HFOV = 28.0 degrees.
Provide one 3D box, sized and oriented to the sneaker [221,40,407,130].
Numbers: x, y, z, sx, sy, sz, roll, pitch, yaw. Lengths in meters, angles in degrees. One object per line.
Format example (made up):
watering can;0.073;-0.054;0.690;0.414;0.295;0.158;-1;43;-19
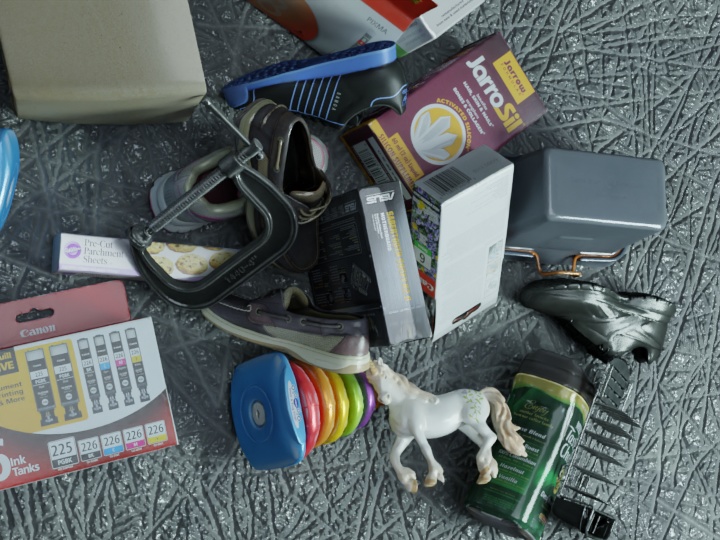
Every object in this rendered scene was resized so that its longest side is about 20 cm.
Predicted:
sneaker;-0.047;-0.183;1.517;0.199;0.070;0.078;-9;110;19

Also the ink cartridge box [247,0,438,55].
ink cartridge box;-0.027;-0.281;1.500;0.162;0.200;0.050;35;77;-15

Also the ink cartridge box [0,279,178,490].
ink cartridge box;-0.299;0.109;1.413;0.199;0.084;0.177;-13;90;-23

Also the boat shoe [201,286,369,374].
boat shoe;-0.073;0.047;1.467;0.072;0.199;0.065;-7;113;-57

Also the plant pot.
plant pot;-0.267;-0.241;1.410;0.176;0.200;0.201;-12;90;-13

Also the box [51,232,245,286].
box;-0.215;-0.009;1.484;0.199;0.039;0.042;6;83;-22

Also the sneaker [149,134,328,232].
sneaker;-0.116;-0.094;1.507;0.199;0.088;0.082;-23;94;-23

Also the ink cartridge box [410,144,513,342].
ink cartridge box;0.106;-0.028;1.577;0.109;0.050;0.201;-29;140;-30

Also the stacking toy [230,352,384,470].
stacking toy;-0.027;0.138;1.529;0.199;0.110;0.117;-6;81;-38

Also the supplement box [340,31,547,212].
supplement box;0.094;-0.163;1.603;0.200;0.086;0.111;-38;100;-21

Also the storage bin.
storage bin;0.243;-0.070;1.628;0.199;0.134;0.147;4;80;-21

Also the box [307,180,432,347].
box;0.000;0.000;1.486;0.048;0.200;0.159;-13;89;-21

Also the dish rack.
dish rack;0.274;0.197;1.613;0.054;0.153;0.201;19;83;21

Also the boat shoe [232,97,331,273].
boat shoe;-0.072;-0.076;1.451;0.074;0.073;0.201;-44;135;-33

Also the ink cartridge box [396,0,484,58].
ink cartridge box;0.023;-0.338;1.557;0.084;0.145;0.200;-38;100;-20

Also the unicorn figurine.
unicorn figurine;0.074;0.159;1.518;0.199;0.074;0.138;2;69;-36

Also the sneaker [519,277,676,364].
sneaker;0.274;0.060;1.669;0.199;0.076;0.091;12;90;-18

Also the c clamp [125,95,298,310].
c clamp;-0.155;-0.055;1.424;0.171;0.027;0.200;40;112;-22

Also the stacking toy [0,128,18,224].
stacking toy;-0.431;-0.098;1.370;0.199;0.110;0.117;14;91;-10

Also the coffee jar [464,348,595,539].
coffee jar;0.192;0.192;1.600;0.085;0.104;0.201;17;75;25
